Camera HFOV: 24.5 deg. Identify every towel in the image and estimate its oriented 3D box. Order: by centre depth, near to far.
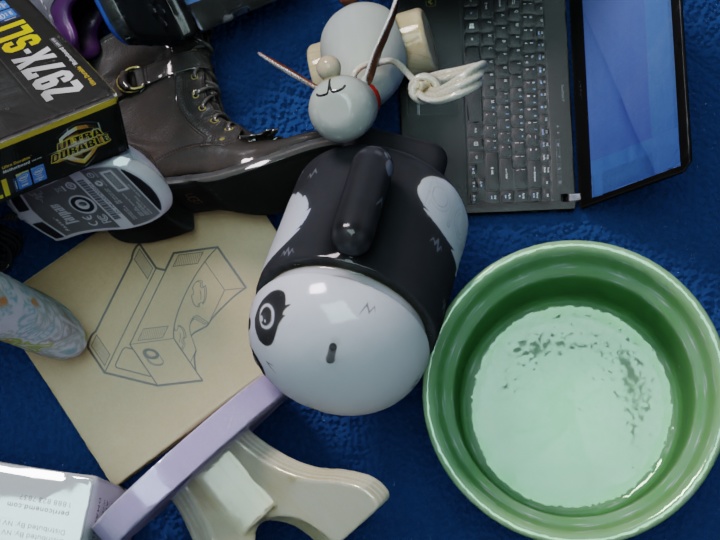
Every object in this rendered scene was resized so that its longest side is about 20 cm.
[{"bbox_3d":[-0.302,-0.003,1.126,0.199,0.171,0.048,22,86,22],"label":"towel"}]

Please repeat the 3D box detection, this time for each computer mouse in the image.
[{"bbox_3d":[-0.209,-0.054,1.143,0.199,0.110,0.044,-10,49,30],"label":"computer mouse"}]

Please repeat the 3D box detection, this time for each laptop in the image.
[{"bbox_3d":[0.123,-0.138,1.168,0.199,0.103,0.178,-2,77,5],"label":"laptop"}]

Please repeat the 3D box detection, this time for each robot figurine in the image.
[{"bbox_3d":[-0.001,-0.001,1.083,0.124,0.150,0.200,-13,43,36],"label":"robot figurine"}]

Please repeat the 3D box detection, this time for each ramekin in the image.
[{"bbox_3d":[0.143,0.087,1.119,0.199,0.098,0.201,-1,78,5],"label":"ramekin"}]

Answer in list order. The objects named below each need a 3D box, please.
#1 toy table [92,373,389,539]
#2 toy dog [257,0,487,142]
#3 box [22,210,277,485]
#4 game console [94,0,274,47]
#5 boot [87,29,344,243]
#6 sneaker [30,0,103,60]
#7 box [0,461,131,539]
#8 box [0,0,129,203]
[{"bbox_3d":[-0.073,0.154,1.089,0.117,0.184,0.200,48,45,4],"label":"toy table"},{"bbox_3d":[-0.004,-0.156,1.133,0.132,0.200,0.097,-24,104,-6],"label":"toy dog"},{"bbox_3d":[-0.138,0.032,1.194,0.200,0.021,0.164,-35,75,-3],"label":"box"},{"bbox_3d":[-0.137,-0.268,1.143,0.118,0.171,0.201,-26,91,14],"label":"game console"},{"bbox_3d":[-0.112,-0.122,1.189,0.199,0.069,0.175,-14,63,11],"label":"boot"},{"bbox_3d":[-0.185,-0.245,1.218,0.087,0.074,0.201,29,99,30],"label":"sneaker"},{"bbox_3d":[-0.272,0.225,1.109,0.198,0.131,0.201,8,78,7],"label":"box"},{"bbox_3d":[-0.266,-0.112,1.099,0.159,0.049,0.200,-23,41,-20],"label":"box"}]
